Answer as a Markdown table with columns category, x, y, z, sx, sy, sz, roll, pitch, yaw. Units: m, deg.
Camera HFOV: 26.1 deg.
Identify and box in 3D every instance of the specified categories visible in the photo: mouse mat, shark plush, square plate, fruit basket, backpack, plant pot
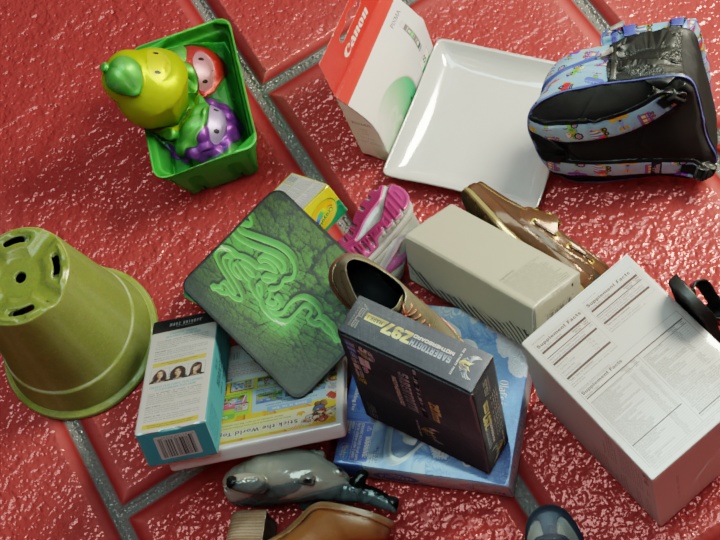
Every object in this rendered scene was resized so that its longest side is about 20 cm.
| category | x | y | z | sx | sy | sz | roll | pitch | yaw |
| --- | --- | --- | --- | --- | --- | --- | --- | --- | --- |
| mouse mat | -0.082 | 0.024 | 1.728 | 0.200 | 0.008 | 0.161 | 42 | 84 | 19 |
| shark plush | -0.055 | 0.232 | 1.695 | 0.199 | 0.084 | 0.091 | 0 | 36 | 6 |
| square plate | 0.151 | -0.174 | 1.865 | 0.197 | 0.028 | 0.201 | 15 | 69 | 20 |
| fruit basket | -0.217 | -0.214 | 1.881 | 0.155 | 0.216 | 0.217 | -18 | 61 | 5 |
| backpack | 0.294 | -0.186 | 1.756 | 0.199 | 0.183 | 0.135 | -7 | 53 | 22 |
| plant pot | -0.359 | 0.044 | 1.794 | 0.199 | 0.190 | 0.201 | -6 | 62 | 12 |

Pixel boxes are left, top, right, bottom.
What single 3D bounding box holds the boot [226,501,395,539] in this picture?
| category | x | y | z | sx | sy | sz | roll | pitch | yaw |
| --- | --- | --- | --- | --- | --- | --- | --- | --- | --- |
| boot | -0.061 | 0.329 | 1.639 | 0.199 | 0.077 | 0.156 | -4 | 62 | 15 |

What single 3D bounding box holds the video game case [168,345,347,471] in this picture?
| category | x | y | z | sx | sy | sz | roll | pitch | yaw |
| --- | --- | --- | --- | --- | --- | --- | --- | --- | --- |
| video game case | -0.112 | 0.140 | 1.735 | 0.199 | 0.023 | 0.182 | -12 | 34 | 8 |

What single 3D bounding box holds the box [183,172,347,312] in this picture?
| category | x | y | z | sx | sy | sz | roll | pitch | yaw |
| --- | --- | --- | --- | --- | --- | --- | --- | --- | --- |
| box | -0.116 | -0.024 | 1.815 | 0.200 | 0.048 | 0.117 | -44 | 24 | -10 |

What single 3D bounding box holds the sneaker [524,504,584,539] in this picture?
| category | x | y | z | sx | sy | sz | roll | pitch | yaw |
| --- | --- | --- | --- | --- | --- | --- | --- | --- | --- |
| sneaker | 0.203 | 0.325 | 1.572 | 0.070 | 0.082 | 0.201 | -12 | 62 | 8 |

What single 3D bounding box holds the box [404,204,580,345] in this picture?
| category | x | y | z | sx | sy | sz | roll | pitch | yaw |
| --- | --- | --- | --- | --- | --- | --- | --- | --- | --- |
| box | 0.146 | 0.006 | 1.720 | 0.082 | 0.069 | 0.200 | -33 | 44 | -27 |

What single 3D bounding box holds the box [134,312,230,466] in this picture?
| category | x | y | z | sx | sy | sz | roll | pitch | yaw |
| --- | --- | --- | --- | --- | --- | --- | --- | --- | --- |
| box | -0.195 | 0.128 | 1.724 | 0.082 | 0.049 | 0.200 | -12 | 34 | 8 |

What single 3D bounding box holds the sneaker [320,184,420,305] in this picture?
| category | x | y | z | sx | sy | sz | roll | pitch | yaw |
| --- | --- | --- | --- | --- | --- | --- | --- | --- | --- |
| sneaker | 0.000 | 0.000 | 1.783 | 0.200 | 0.088 | 0.081 | -43 | 42 | 4 |

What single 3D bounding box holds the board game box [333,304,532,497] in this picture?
| category | x | y | z | sx | sy | sz | roll | pitch | yaw |
| --- | --- | --- | --- | --- | --- | --- | --- | --- | --- |
| board game box | 0.086 | 0.138 | 1.718 | 0.198 | 0.043 | 0.201 | 5 | 66 | 15 |

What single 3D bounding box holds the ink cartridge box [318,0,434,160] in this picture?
| category | x | y | z | sx | sy | sz | roll | pitch | yaw |
| --- | --- | --- | --- | --- | --- | --- | --- | --- | --- |
| ink cartridge box | 0.025 | -0.249 | 1.836 | 0.050 | 0.200 | 0.162 | 15 | 69 | 20 |

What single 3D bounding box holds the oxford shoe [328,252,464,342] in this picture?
| category | x | y | z | sx | sy | sz | roll | pitch | yaw |
| --- | --- | --- | --- | --- | --- | --- | --- | --- | --- |
| oxford shoe | 0.046 | 0.058 | 1.666 | 0.200 | 0.075 | 0.071 | 38 | 84 | -3 |

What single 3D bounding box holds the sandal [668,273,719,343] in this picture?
| category | x | y | z | sx | sy | sz | roll | pitch | yaw |
| --- | --- | --- | --- | --- | --- | --- | --- | --- | --- |
| sandal | 0.361 | 0.038 | 1.609 | 0.045 | 0.200 | 0.075 | -43 | 69 | 3 |

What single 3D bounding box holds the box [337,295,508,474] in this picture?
| category | x | y | z | sx | sy | sz | roll | pitch | yaw |
| --- | --- | --- | --- | --- | --- | --- | --- | --- | --- |
| box | 0.068 | 0.120 | 1.592 | 0.157 | 0.200 | 0.051 | 24 | 67 | 22 |

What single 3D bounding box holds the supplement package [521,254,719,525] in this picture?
| category | x | y | z | sx | sy | sz | roll | pitch | yaw |
| --- | --- | --- | --- | --- | --- | --- | --- | --- | --- |
| supplement package | 0.294 | 0.125 | 1.609 | 0.150 | 0.152 | 0.200 | -39 | 61 | -7 |

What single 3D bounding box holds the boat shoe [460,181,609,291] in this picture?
| category | x | y | z | sx | sy | sz | roll | pitch | yaw |
| --- | --- | --- | --- | --- | --- | --- | --- | --- | --- |
| boat shoe | 0.198 | -0.036 | 1.764 | 0.068 | 0.072 | 0.200 | -41 | 67 | -14 |
